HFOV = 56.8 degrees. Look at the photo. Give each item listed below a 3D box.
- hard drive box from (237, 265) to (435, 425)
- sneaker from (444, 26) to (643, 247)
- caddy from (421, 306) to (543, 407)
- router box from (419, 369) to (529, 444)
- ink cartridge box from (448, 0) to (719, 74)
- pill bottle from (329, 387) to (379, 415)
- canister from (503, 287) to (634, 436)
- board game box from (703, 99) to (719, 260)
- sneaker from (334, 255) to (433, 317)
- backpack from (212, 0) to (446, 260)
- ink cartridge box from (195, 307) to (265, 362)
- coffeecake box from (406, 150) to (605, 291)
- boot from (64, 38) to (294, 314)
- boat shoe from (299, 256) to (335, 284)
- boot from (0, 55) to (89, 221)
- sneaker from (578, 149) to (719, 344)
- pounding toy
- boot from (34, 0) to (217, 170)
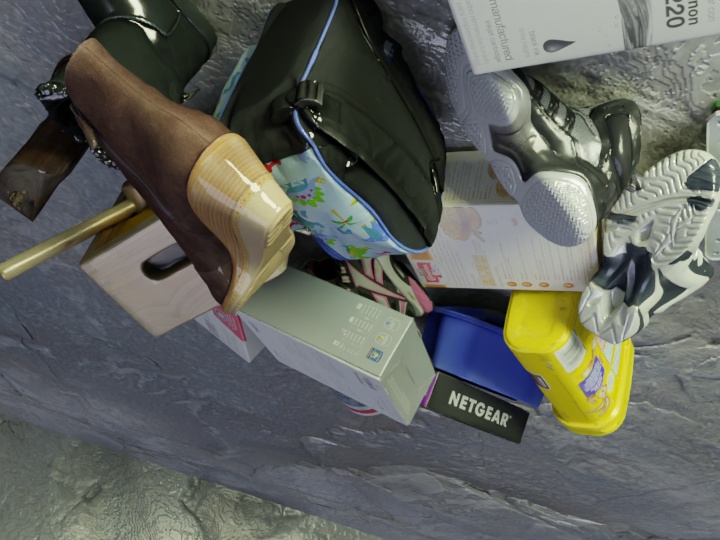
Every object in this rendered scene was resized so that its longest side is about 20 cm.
[{"bbox_3d":[-0.026,0.084,0.774,0.199,0.077,0.156,22,158,26],"label":"hard drive box"},{"bbox_3d":[0.157,-0.127,0.554,0.201,0.113,0.075,58,161,-2],"label":"sneaker"},{"bbox_3d":[0.173,0.106,0.906,0.199,0.106,0.141,23,173,-11],"label":"caddy"},{"bbox_3d":[0.113,0.172,0.916,0.199,0.051,0.149,27,169,-35],"label":"router box"},{"bbox_3d":[0.150,-0.213,0.403,0.199,0.085,0.146,-3,145,27],"label":"ink cartridge box"},{"bbox_3d":[-0.012,0.128,1.010,0.119,0.120,0.200,0,147,25],"label":"pill bottle"},{"bbox_3d":[0.249,0.084,0.785,0.086,0.149,0.200,-3,143,38],"label":"canister"},{"bbox_3d":[0.403,-0.077,0.563,0.199,0.026,0.200,0,146,27],"label":"board game box"},{"bbox_3d":[0.000,0.000,0.771,0.086,0.080,0.200,-39,109,4],"label":"sneaker"},{"bbox_3d":[-0.020,-0.108,0.560,0.146,0.184,0.200,-9,143,36],"label":"backpack"},{"bbox_3d":[-0.200,0.009,0.874,0.199,0.083,0.147,34,154,17],"label":"ink cartridge box"},{"bbox_3d":[0.143,-0.048,0.687,0.199,0.073,0.154,1,149,24],"label":"coffeecake box"},{"bbox_3d":[-0.128,-0.058,0.485,0.166,0.072,0.200,39,154,3],"label":"boot"},{"bbox_3d":[-0.043,0.010,0.880,0.199,0.071,0.063,-7,134,30],"label":"boat shoe"},{"bbox_3d":[-0.300,-0.126,0.646,0.064,0.201,0.186,35,145,-30],"label":"boot"},{"bbox_3d":[0.293,-0.029,0.630,0.079,0.129,0.200,34,130,36],"label":"sneaker"},{"bbox_3d":[-0.182,-0.045,0.621,0.199,0.185,0.142,-26,123,20],"label":"pounding toy"},{"bbox_3d":[-0.210,-0.187,0.539,0.073,0.163,0.198,-14,139,38],"label":"boot"}]
